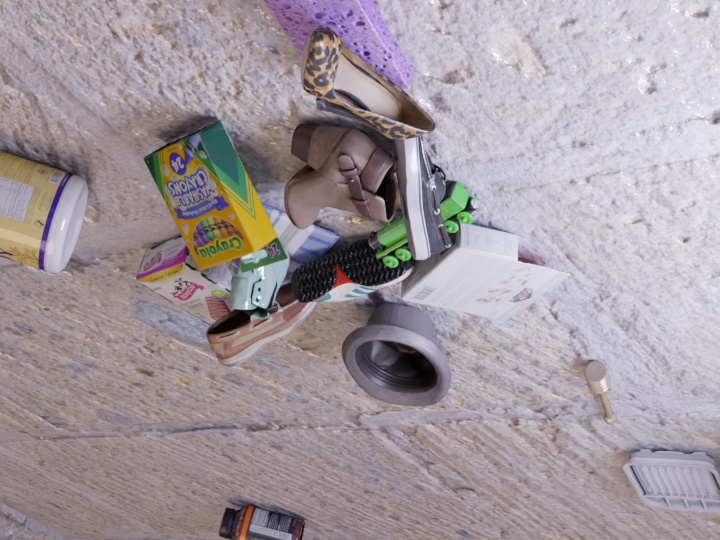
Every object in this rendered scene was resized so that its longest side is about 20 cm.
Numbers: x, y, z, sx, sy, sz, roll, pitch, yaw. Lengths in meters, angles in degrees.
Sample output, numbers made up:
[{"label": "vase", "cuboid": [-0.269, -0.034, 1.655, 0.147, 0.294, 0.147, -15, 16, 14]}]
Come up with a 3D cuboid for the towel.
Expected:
[{"label": "towel", "cuboid": [-0.143, -0.057, 1.817, 0.197, 0.024, 0.147, 21, 149, -14]}]

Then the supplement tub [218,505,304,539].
[{"label": "supplement tub", "cuboid": [-0.239, 0.631, 3.028, 0.196, 0.108, 0.107, 13, 152, 3]}]

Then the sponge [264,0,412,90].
[{"label": "sponge", "cuboid": [-0.029, -0.266, 1.370, 0.110, 0.030, 0.200, -1, 148, 28]}]

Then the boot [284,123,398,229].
[{"label": "boot", "cuboid": [-0.021, -0.100, 1.596, 0.145, 0.071, 0.202, 26, 146, 18]}]

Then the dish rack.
[{"label": "dish rack", "cuboid": [0.564, 0.368, 2.215, 0.169, 0.044, 0.200, 0, 149, 28]}]

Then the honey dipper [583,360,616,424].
[{"label": "honey dipper", "cuboid": [0.391, 0.201, 2.014, 0.037, 0.039, 0.200, 3, 154, 21]}]

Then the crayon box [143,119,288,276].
[{"label": "crayon box", "cuboid": [-0.191, -0.082, 1.652, 0.125, 0.051, 0.202, -15, 106, 44]}]

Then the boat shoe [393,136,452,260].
[{"label": "boat shoe", "cuboid": [0.079, -0.102, 1.560, 0.056, 0.069, 0.202, -14, 130, -6]}]

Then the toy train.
[{"label": "toy train", "cuboid": [0.080, -0.060, 1.669, 0.056, 0.042, 0.199, 38, 141, -19]}]

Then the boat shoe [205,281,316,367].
[{"label": "boat shoe", "cuboid": [-0.147, 0.065, 1.901, 0.072, 0.199, 0.076, 53, 180, -33]}]

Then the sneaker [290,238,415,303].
[{"label": "sneaker", "cuboid": [0.000, 0.000, 1.822, 0.197, 0.072, 0.093, -17, 172, 26]}]

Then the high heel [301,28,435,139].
[{"label": "high heel", "cuboid": [0.012, -0.201, 1.350, 0.140, 0.073, 0.200, 16, 169, 9]}]

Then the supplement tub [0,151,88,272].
[{"label": "supplement tub", "cuboid": [-0.505, -0.092, 1.801, 0.197, 0.147, 0.146, 17, 152, -4]}]

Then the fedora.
[{"label": "fedora", "cuboid": [0.063, 0.121, 1.964, 0.174, 0.091, 0.201, 1, 143, 22]}]

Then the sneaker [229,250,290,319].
[{"label": "sneaker", "cuboid": [-0.164, -0.013, 1.756, 0.073, 0.120, 0.201, -4, 145, 27]}]

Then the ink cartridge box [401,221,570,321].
[{"label": "ink cartridge box", "cuboid": [0.172, 0.005, 1.751, 0.171, 0.044, 0.200, 11, 155, -19]}]

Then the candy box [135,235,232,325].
[{"label": "candy box", "cuboid": [-0.233, 0.025, 1.968, 0.199, 0.062, 0.135, 35, 146, -32]}]
